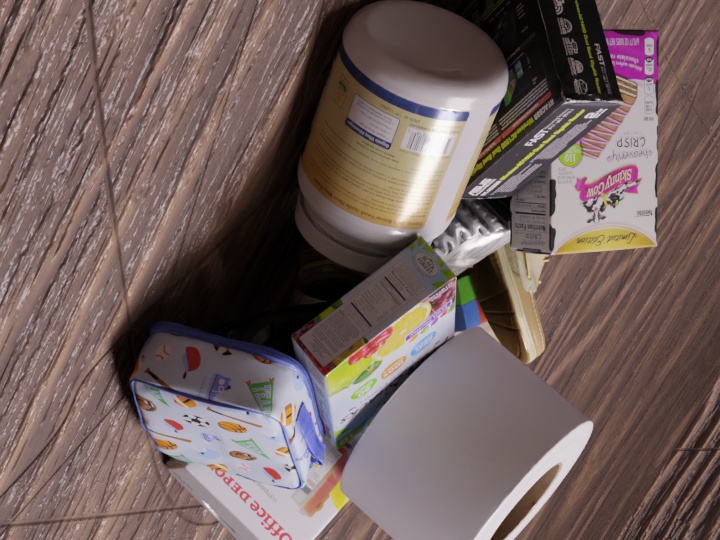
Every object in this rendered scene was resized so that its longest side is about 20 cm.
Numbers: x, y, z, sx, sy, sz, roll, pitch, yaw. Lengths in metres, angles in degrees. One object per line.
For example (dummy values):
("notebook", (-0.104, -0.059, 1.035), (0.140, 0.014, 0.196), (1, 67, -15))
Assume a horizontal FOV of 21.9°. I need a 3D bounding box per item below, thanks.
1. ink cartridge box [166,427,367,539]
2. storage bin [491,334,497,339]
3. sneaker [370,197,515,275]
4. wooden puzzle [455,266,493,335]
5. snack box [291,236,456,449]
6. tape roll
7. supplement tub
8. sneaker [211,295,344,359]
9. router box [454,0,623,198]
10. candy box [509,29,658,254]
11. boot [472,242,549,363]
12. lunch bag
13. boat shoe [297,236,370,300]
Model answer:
("ink cartridge box", (-0.063, 0.164, 1.776), (0.200, 0.145, 0.083), (-47, -171, -16))
("storage bin", (0.072, 0.092, 2.045), (0.199, 0.094, 0.200), (-48, 158, -13))
("sneaker", (0.087, -0.032, 1.712), (0.199, 0.075, 0.081), (-23, 147, -25))
("wooden puzzle", (0.116, -0.022, 1.884), (0.200, 0.046, 0.186), (-25, 105, -55))
("snack box", (0.015, 0.067, 1.613), (0.142, 0.053, 0.200), (-36, 161, -13))
("tape roll", (0.098, 0.171, 1.692), (0.203, 0.139, 0.203), (-45, 162, -19))
("supplement tub", (0.029, -0.111, 1.568), (0.144, 0.144, 0.201), (-28, 147, -48))
("sneaker", (-0.047, 0.056, 1.711), (0.199, 0.079, 0.076), (-3, 98, -41))
("router box", (0.134, -0.168, 1.591), (0.062, 0.151, 0.200), (-2, 160, -27))
("candy box", (0.204, -0.118, 1.685), (0.136, 0.061, 0.201), (-6, 99, -36))
("boot", (0.184, -0.023, 1.838), (0.155, 0.201, 0.073), (-21, -174, -23))
("lunch bag", (-0.109, 0.121, 1.610), (0.200, 0.159, 0.076), (76, 28, -64))
("boat shoe", (-0.001, 0.000, 1.767), (0.072, 0.068, 0.200), (-13, 161, 20))
